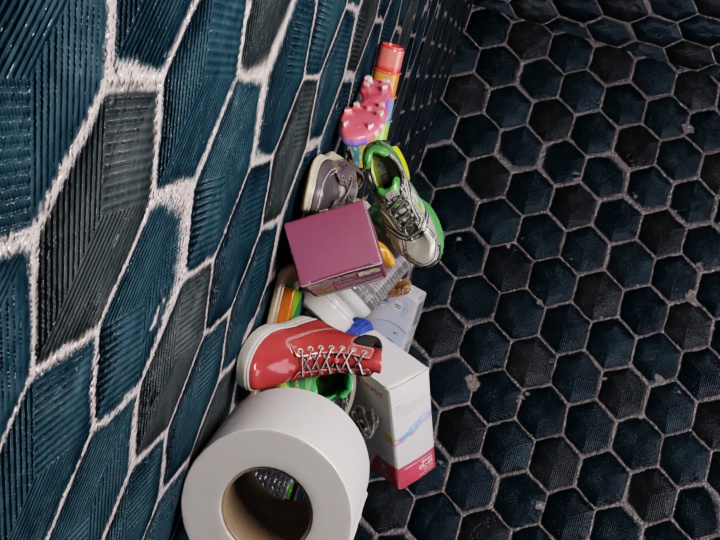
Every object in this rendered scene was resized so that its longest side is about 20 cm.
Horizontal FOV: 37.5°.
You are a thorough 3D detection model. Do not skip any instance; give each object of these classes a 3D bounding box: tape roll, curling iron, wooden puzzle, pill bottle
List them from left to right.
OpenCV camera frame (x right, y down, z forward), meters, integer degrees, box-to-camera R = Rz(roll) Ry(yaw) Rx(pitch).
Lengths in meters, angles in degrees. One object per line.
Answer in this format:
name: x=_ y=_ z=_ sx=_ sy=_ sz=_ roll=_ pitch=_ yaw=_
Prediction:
tape roll: x=-0.096 y=0.255 z=1.248 sx=0.139 sy=0.201 sz=0.204 roll=-59 pitch=166 yaw=-75
wooden puzzle: x=-0.111 y=0.093 z=1.473 sx=0.185 sy=0.037 sz=0.202 roll=52 pitch=56 yaw=-85
curling iron: x=-0.045 y=0.188 z=1.626 sx=0.050 sy=0.200 sz=0.026 roll=-51 pitch=151 yaw=-1
pill bottle: x=0.000 y=0.000 z=1.650 sx=0.200 sy=0.113 sz=0.113 roll=-48 pitch=172 yaw=-7

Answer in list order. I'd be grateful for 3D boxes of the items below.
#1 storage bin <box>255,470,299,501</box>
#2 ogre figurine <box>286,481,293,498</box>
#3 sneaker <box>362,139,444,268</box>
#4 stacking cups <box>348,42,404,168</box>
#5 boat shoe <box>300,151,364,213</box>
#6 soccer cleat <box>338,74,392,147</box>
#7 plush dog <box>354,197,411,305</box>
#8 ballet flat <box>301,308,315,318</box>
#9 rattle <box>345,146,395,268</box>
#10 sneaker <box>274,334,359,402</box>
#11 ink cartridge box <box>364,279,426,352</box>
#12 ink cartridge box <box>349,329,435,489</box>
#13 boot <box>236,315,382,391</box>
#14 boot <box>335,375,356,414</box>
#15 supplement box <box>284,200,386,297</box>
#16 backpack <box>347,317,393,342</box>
storage bin: x=-0.148 y=0.331 z=1.580 sx=0.200 sy=0.093 sz=0.136 roll=-40 pitch=147 yaw=-80
ogre figurine: x=-0.158 y=0.423 z=1.792 sx=0.120 sy=0.097 sz=0.201 roll=84 pitch=9 yaw=-49
sneaker: x=0.052 y=-0.091 z=1.518 sx=0.078 sy=0.201 sz=0.085 roll=-29 pitch=-179 yaw=14
stacking cups: x=0.030 y=-0.265 z=1.720 sx=0.061 sy=0.060 sz=0.202 roll=-62 pitch=166 yaw=-67
boat shoe: x=-0.034 y=-0.116 z=1.432 sx=0.200 sy=0.064 sz=0.072 roll=-57 pitch=164 yaw=-74
soccer cleat: x=0.011 y=-0.222 z=1.576 sx=0.201 sy=0.066 sz=0.077 roll=-73 pitch=168 yaw=-55
plush dog: x=-0.003 y=-0.035 z=1.779 sx=0.200 sy=0.159 sz=0.173 roll=-57 pitch=140 yaw=-74
ballet flat: x=-0.082 y=0.104 z=1.701 sx=0.200 sy=0.062 sz=0.068 roll=-45 pitch=153 yaw=-81
rattle: x=0.011 y=-0.110 z=1.599 sx=0.200 sy=0.142 sz=0.131 roll=-58 pitch=148 yaw=-49
sneaker: x=-0.039 y=0.148 z=1.459 sx=0.200 sy=0.083 sz=0.075 roll=-29 pitch=126 yaw=-55
ink cartridge box: x=0.007 y=0.069 z=1.909 sx=0.047 sy=0.199 sz=0.161 roll=-37 pitch=148 yaw=-53
ink cartridge box: x=0.039 y=0.218 z=1.664 sx=0.085 sy=0.147 sz=0.201 roll=-23 pitch=126 yaw=-29
boot: x=-0.055 y=0.113 z=1.341 sx=0.200 sy=0.143 sz=0.073 roll=-24 pitch=123 yaw=-59
boot: x=-0.072 y=0.182 z=1.536 sx=0.154 sy=0.073 sz=0.205 roll=36 pitch=57 yaw=-61
supplement box: x=-0.029 y=-0.025 z=1.413 sx=0.200 sy=0.109 sz=0.086 roll=60 pitch=14 yaw=-84
backpack: x=-0.044 y=0.187 z=1.838 sx=0.200 sy=0.162 sz=0.169 roll=-38 pitch=105 yaw=-53
